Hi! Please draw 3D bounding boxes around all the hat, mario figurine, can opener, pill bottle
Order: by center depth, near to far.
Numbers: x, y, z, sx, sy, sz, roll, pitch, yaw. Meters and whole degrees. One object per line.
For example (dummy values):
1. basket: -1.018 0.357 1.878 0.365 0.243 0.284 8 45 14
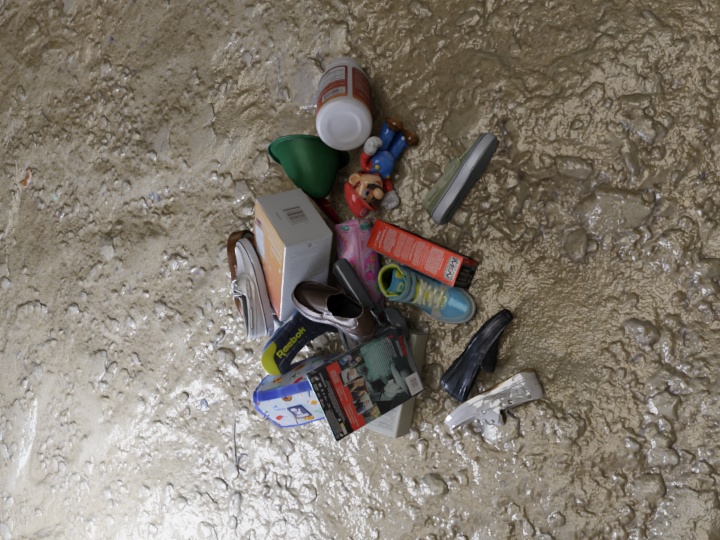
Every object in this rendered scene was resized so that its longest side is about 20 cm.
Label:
1. can opener: 0.022 0.059 1.465 0.066 0.053 0.203 -30 80 -13
2. mario figurine: 0.046 -0.193 1.507 0.122 0.106 0.203 30 90 -5
3. pill bottle: -0.032 -0.339 1.515 0.111 0.112 0.203 -29 36 23
4. hat: -0.100 -0.155 1.540 0.194 0.166 0.181 6 73 -4

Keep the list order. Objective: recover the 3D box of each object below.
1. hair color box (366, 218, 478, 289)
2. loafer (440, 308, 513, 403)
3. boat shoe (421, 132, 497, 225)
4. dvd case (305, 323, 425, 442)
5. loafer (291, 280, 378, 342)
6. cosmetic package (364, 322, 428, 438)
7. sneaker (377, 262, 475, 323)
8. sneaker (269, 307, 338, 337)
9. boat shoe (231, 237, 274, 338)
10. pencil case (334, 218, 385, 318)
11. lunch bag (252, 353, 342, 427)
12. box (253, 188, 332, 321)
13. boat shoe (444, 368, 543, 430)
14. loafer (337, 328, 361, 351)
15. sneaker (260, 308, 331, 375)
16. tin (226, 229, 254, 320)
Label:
1. hair color box: 0.120 -0.031 1.471 0.197 0.101 0.063 26 97 25
2. loafer: 0.228 0.160 1.427 0.070 0.068 0.203 40 110 15
3. boat shoe: 0.186 -0.184 1.461 0.062 0.072 0.202 40 108 20
4. dvd case: 0.012 0.208 1.412 0.196 0.022 0.149 -28 110 -9
5. loafer: -0.051 0.060 1.424 0.196 0.072 0.073 22 59 30
6. cosmetic package: 0.061 0.214 1.506 0.101 0.073 0.206 14 94 27
7. sneaker: 0.117 0.046 1.452 0.196 0.130 0.082 21 95 26
8. sneaker: -0.105 0.130 1.608 0.195 0.075 0.109 7 108 22
9. boat shoe: -0.233 0.038 1.561 0.072 0.064 0.206 -9 95 66
10. pencil case: 0.000 0.000 1.531 0.085 0.087 0.206 -7 91 26
11. lunch bag: -0.099 0.237 1.517 0.166 0.199 0.127 -16 80 24
12. box: -0.141 -0.032 1.533 0.153 0.104 0.204 52 146 38
13. boat shoe: 0.246 0.256 1.408 0.198 0.070 0.071 -34 72 21
14. loafer: 0.002 0.148 1.473 0.061 0.072 0.205 -20 80 5
15. sneaker: -0.125 0.120 1.520 0.199 0.082 0.074 -41 99 -9
16. tin: -0.240 0.012 1.652 0.041 0.112 0.206 -13 82 16
